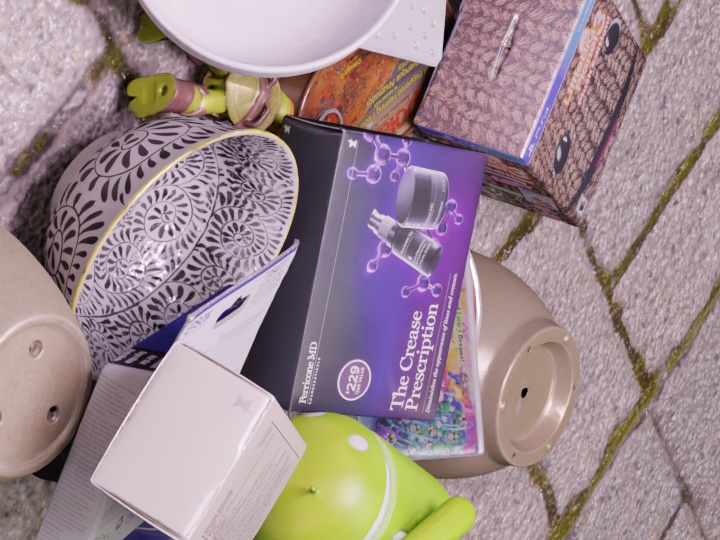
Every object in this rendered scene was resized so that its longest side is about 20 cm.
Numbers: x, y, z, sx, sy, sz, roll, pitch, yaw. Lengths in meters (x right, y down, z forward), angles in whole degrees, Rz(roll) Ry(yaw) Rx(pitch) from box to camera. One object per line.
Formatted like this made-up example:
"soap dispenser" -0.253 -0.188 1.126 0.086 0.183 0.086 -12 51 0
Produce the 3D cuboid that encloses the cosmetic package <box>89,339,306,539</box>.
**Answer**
"cosmetic package" -0.096 0.119 1.404 0.106 0.071 0.200 -58 170 -10

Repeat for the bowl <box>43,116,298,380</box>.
"bowl" -0.144 -0.033 1.516 0.200 0.094 0.201 -37 151 -25

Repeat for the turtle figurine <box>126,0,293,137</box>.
"turtle figurine" -0.094 -0.118 1.596 0.161 0.064 0.201 19 89 -54

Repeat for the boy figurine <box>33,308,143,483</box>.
"boy figurine" -0.155 0.082 1.602 0.199 0.064 0.125 -26 122 -41

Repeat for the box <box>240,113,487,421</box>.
"box" 0.000 0.000 1.632 0.141 0.079 0.201 7 97 -37

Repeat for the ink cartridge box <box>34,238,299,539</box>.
"ink cartridge box" -0.125 0.078 1.474 0.201 0.040 0.200 -64 169 21

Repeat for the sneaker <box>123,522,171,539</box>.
"sneaker" -0.121 0.147 1.659 0.199 0.080 0.116 -11 107 -67

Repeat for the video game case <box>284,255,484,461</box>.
"video game case" 0.009 0.046 1.732 0.181 0.024 0.201 -1 83 -33

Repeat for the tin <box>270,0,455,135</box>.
"tin" 0.003 -0.142 1.738 0.200 0.042 0.112 -43 131 -35

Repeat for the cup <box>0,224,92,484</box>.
"cup" -0.250 0.058 1.398 0.200 0.143 0.202 -26 125 -45

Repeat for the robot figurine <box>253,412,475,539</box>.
"robot figurine" -0.007 0.173 1.595 0.116 0.175 0.200 -59 139 -8

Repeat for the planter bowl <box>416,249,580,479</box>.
"planter bowl" 0.096 0.087 1.876 0.200 0.134 0.201 -26 125 -45

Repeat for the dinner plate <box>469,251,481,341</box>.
"dinner plate" 0.005 0.025 1.763 0.199 0.024 0.202 5 80 -29

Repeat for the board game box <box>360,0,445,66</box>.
"board game box" -0.002 -0.261 1.654 0.199 0.026 0.201 7 86 -52

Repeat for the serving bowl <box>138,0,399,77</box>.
"serving bowl" -0.066 -0.218 1.523 0.201 0.199 0.066 -59 -179 -17

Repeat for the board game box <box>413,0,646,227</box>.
"board game box" 0.141 -0.147 1.833 0.160 0.096 0.200 -68 157 -6
